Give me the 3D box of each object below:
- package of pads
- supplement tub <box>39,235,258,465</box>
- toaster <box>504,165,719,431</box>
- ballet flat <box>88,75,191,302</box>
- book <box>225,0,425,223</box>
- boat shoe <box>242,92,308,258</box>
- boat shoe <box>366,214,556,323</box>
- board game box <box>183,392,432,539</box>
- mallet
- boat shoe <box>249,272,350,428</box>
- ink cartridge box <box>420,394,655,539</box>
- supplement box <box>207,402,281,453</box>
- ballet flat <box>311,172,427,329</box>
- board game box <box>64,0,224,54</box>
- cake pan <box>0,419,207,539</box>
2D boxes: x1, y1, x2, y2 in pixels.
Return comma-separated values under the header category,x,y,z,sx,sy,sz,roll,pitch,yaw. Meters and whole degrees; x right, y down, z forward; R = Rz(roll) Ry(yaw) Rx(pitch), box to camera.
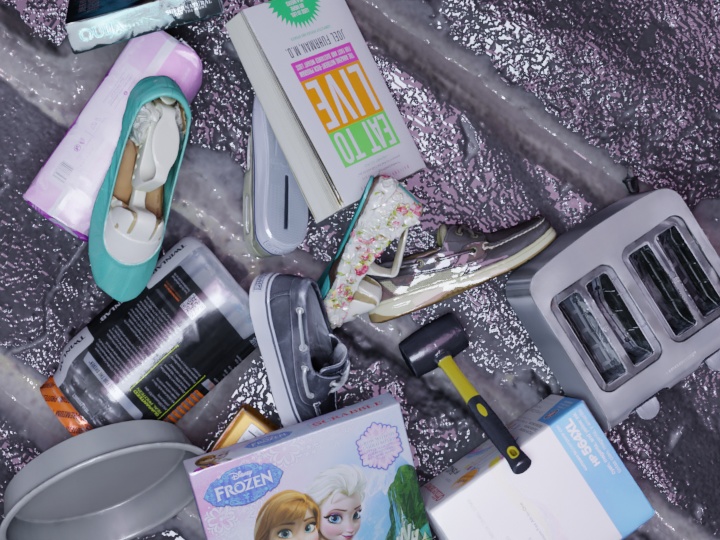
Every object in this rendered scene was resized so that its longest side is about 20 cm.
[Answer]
category,x,y,z,sx,sy,sz,roll,pitch,yaw
package of pads,-0.223,-0.124,1.275,0.075,0.120,0.201,34,85,-3
supplement tub,-0.189,0.075,1.270,0.200,0.123,0.123,-42,92,-6
toaster,0.251,0.028,1.313,0.180,0.119,0.202,-32,91,-6
ballet flat,-0.190,-0.068,1.192,0.066,0.070,0.203,11,96,-22
book,-0.030,-0.163,1.307,0.133,0.048,0.202,-28,92,-42
boat shoe,-0.084,-0.110,1.313,0.071,0.062,0.203,18,67,-34
boat shoe,0.091,-0.014,1.323,0.198,0.073,0.066,-25,95,-5
board game box,-0.038,0.236,1.234,0.197,0.041,0.202,-18,103,-12
mallet,0.110,0.110,1.278,0.066,0.200,0.041,-36,134,-9
boat shoe,-0.042,0.086,1.265,0.067,0.072,0.202,0,125,22
ink cartridge box,0.146,0.226,1.291,0.199,0.129,0.126,-34,91,-6
supplement box,-0.052,0.212,1.306,0.199,0.067,0.069,41,87,-2
ballet flat,0.000,0.000,1.273,0.063,0.076,0.201,25,129,-6
board game box,-0.197,-0.240,1.245,0.133,0.200,0.029,-17,110,-6
cake pan,-0.230,0.195,1.236,0.198,0.201,0.037,-23,63,-6
